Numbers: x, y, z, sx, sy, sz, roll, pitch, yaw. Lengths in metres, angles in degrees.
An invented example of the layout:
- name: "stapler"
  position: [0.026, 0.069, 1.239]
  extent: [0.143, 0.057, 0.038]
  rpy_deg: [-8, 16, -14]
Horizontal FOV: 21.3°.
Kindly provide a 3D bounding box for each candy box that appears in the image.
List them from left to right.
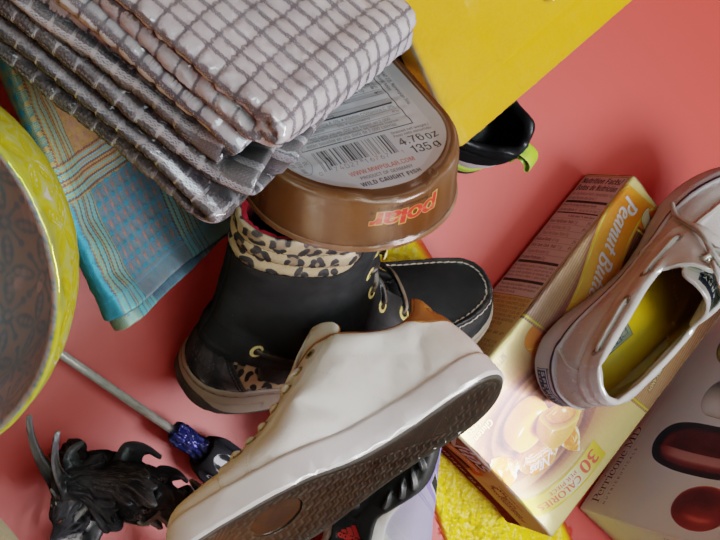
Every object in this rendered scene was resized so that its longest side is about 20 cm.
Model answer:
- name: "candy box"
  position: [0.130, 0.050, 1.188]
  extent: [0.115, 0.055, 0.200]
  rpy_deg: [48, 71, -25]

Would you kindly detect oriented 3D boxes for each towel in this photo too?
- name: "towel"
  position: [-0.130, -0.084, 1.002]
  extent: [0.147, 0.022, 0.200]
  rpy_deg: [-47, 121, -58]
- name: "towel"
  position: [-0.089, -0.130, 0.921]
  extent: [0.200, 0.086, 0.166]
  rpy_deg: [39, 38, 1]

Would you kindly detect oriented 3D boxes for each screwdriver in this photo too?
- name: "screwdriver"
  position: [-0.116, 0.081, 1.060]
  extent: [0.200, 0.029, 0.028]
  rpy_deg: [40, 75, -32]

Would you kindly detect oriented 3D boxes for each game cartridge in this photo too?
- name: "game cartridge"
  position: [0.078, -0.187, 1.003]
  extent: [0.176, 0.032, 0.200]
  rpy_deg: [-41, 137, -11]

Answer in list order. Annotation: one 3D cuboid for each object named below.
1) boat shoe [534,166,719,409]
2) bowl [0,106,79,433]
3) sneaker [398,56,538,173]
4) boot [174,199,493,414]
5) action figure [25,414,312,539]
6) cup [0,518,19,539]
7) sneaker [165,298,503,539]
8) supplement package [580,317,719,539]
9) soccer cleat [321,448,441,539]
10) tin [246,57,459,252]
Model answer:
- name: "boat shoe"
  position: [0.196, 0.009, 1.140]
  extent: [0.202, 0.086, 0.075]
  rpy_deg: [-40, 112, -22]
- name: "bowl"
  position: [-0.218, -0.017, 0.937]
  extent: [0.108, 0.200, 0.200]
  rpy_deg: [-53, 127, -64]
- name: "sneaker"
  position: [0.034, -0.131, 1.100]
  extent: [0.200, 0.083, 0.072]
  rpy_deg: [42, 74, -26]
- name: "boot"
  position: [0.000, 0.000, 1.057]
  extent: [0.200, 0.073, 0.151]
  rpy_deg: [-11, 144, -23]
- name: "action figure"
  position: [-0.109, 0.155, 1.028]
  extent: [0.200, 0.119, 0.102]
  rpy_deg: [33, 73, -34]
- name: "cup"
  position: [-0.221, 0.196, 0.939]
  extent: [0.200, 0.200, 0.143]
  rpy_deg: [-2, 70, -30]
- name: "sneaker"
  position: [-0.027, 0.083, 0.997]
  extent: [0.200, 0.085, 0.073]
  rpy_deg: [-29, 151, -24]
- name: "supplement package"
  position: [0.288, 0.132, 1.204]
  extent: [0.147, 0.200, 0.191]
  rpy_deg: [43, 73, -25]
- name: "soccer cleat"
  position: [0.015, 0.130, 1.100]
  extent: [0.073, 0.068, 0.200]
  rpy_deg: [-28, 133, -58]
- name: "tin"
  position: [-0.024, -0.084, 1.002]
  extent: [0.112, 0.200, 0.042]
  rpy_deg: [-14, 133, -26]
